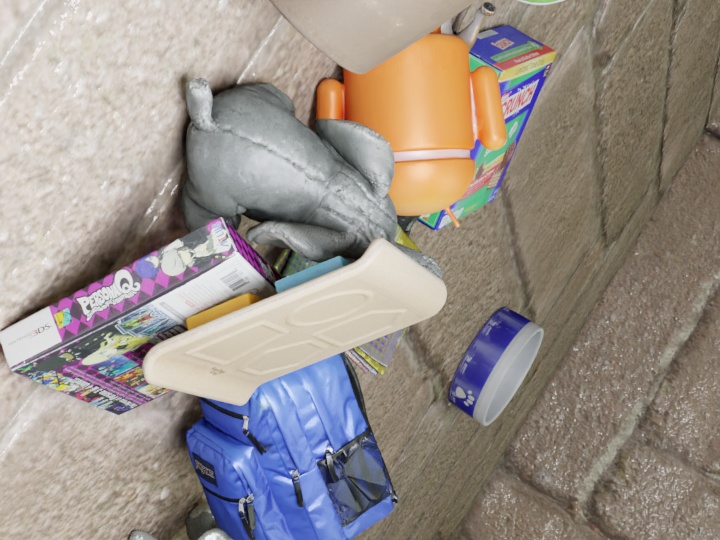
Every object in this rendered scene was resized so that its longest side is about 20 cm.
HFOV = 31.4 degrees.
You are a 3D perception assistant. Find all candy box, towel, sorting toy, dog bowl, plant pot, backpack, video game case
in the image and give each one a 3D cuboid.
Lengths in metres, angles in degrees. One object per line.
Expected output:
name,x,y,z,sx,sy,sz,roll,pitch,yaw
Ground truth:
candy box,0.128,-0.164,1.442,0.169,0.077,0.202,-29,144,-56
towel,0.000,0.000,1.293,0.200,0.023,0.145,49,62,-42
sorting toy,-0.045,0.038,0.961,0.198,0.037,0.185,-27,162,12
dog bowl,0.240,0.169,2.261,0.201,0.078,0.201,-50,161,-25
plant pot,0.021,-0.237,0.903,0.175,0.201,0.200,-46,166,16
backpack,-0.074,0.154,1.203,0.167,0.162,0.202,-28,115,-32
video game case,-0.147,0.042,0.965,0.180,0.036,0.200,-28,161,4

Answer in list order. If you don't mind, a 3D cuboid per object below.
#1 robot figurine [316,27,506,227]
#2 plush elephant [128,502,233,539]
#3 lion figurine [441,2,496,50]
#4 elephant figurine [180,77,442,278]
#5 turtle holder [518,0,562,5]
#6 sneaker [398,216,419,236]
robot figurine,0.041,-0.136,1.130,0.142,0.116,0.203,-5,93,-30
plush elephant,-0.175,0.320,1.291,0.165,0.199,0.155,-46,141,-14
lion figurine,0.076,-0.205,1.255,0.200,0.072,0.123,-48,167,-43
elephant figurine,-0.029,-0.060,0.975,0.155,0.198,0.143,-41,155,-58
turtle holder,0.172,-0.349,1.219,0.132,0.139,0.188,-45,123,-77
sneaker,0.035,-0.086,1.345,0.200,0.060,0.104,-45,142,20
